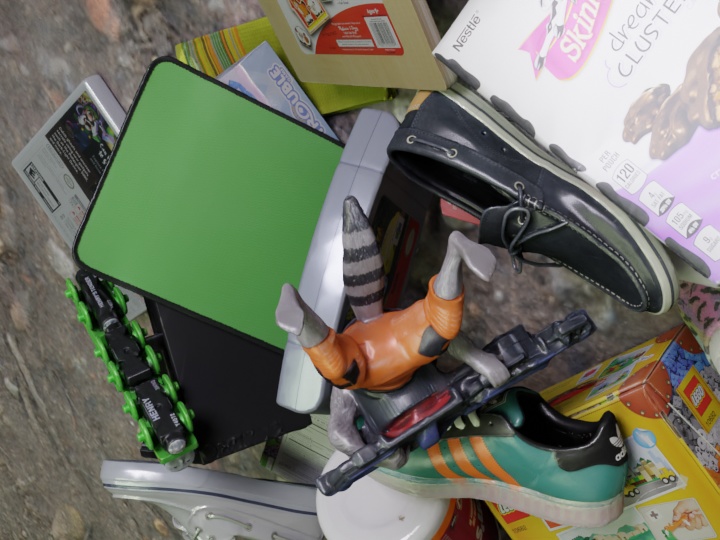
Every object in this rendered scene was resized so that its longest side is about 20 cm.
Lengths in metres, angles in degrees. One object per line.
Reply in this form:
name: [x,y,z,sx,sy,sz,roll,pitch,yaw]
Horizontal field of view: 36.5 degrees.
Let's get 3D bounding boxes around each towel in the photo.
towel: [-0.064,-0.153,0.842,0.198,0.018,0.087,-6,115,41]

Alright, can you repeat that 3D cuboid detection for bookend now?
bookend: [-0.139,0.043,0.875,0.198,0.091,0.202,-15,91,65]

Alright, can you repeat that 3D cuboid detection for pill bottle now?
pill bottle: [0.051,0.211,0.878,0.109,0.110,0.200,13,155,33]

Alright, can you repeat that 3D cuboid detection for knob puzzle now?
knob puzzle: [-0.028,-0.207,0.662,0.219,0.030,0.221,43,158,22]

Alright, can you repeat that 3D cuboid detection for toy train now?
toy train: [-0.168,0.070,0.798,0.200,0.041,0.057,51,156,40]

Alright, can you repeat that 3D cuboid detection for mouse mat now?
mouse mat: [-0.087,-0.041,0.782,0.198,0.163,0.008,25,174,-17]

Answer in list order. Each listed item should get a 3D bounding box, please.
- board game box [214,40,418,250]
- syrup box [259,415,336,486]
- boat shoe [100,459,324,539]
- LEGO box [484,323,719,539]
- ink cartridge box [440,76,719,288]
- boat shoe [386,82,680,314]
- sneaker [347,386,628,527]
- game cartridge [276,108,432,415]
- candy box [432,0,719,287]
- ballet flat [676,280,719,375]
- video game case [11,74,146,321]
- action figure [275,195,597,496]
board game box: [-0.082,-0.056,0.888,0.198,0.043,0.201,-22,110,47]
syrup box: [-0.020,0.105,0.905,0.081,0.079,0.201,26,142,6]
boat shoe: [-0.114,0.196,0.883,0.198,0.068,0.073,12,169,-17]
LEGO box: [0.190,0.150,0.793,0.150,0.077,0.200,53,137,-2]
ink cartridge box: [0.149,-0.074,0.682,0.198,0.067,0.118,19,129,31]
boat shoe: [0.097,-0.034,0.643,0.199,0.062,0.075,40,163,15]
sneaker: [0.084,0.111,0.746,0.198,0.071,0.081,7,115,20]
game cartridge: [0.000,0.000,0.740,0.040,0.133,0.202,15,87,22]
candy box: [0.165,-0.119,0.567,0.200,0.071,0.168,42,108,20]
ballet flat: [0.274,0.078,0.679,0.200,0.071,0.069,42,137,9]
video game case: [-0.238,-0.061,1.046,0.181,0.023,0.201,-29,97,47]
action figure: [0.040,0.037,0.657,0.105,0.198,0.194,56,167,28]
